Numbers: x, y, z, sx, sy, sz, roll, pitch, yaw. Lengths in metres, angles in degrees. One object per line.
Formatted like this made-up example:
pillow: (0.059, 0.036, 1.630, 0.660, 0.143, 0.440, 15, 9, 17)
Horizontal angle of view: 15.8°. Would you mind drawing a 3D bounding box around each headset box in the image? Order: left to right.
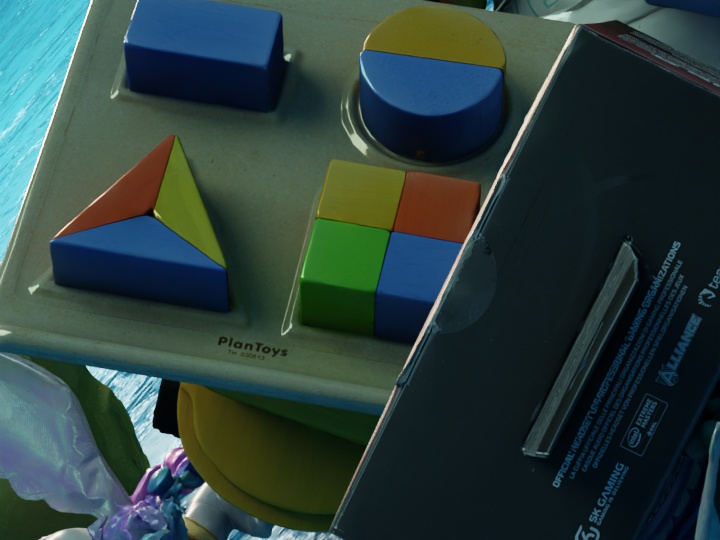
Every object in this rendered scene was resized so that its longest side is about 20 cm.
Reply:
headset box: (0.065, 0.011, 0.732, 0.149, 0.077, 0.200, -64, -4, 8)

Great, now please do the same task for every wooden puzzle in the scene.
wooden puzzle: (-0.024, -0.041, 0.918, 0.046, 0.184, 0.201, 91, -169, -50)

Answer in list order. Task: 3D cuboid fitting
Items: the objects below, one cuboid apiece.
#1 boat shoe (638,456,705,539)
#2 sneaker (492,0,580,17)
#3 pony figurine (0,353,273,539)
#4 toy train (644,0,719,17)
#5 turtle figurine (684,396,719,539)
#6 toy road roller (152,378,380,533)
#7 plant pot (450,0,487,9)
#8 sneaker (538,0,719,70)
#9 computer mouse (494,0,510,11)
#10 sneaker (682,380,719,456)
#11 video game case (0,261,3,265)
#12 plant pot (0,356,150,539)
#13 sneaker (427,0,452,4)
boat shoe: (0.076, 0.036, 0.928, 0.072, 0.072, 0.200, -36, 22, 29)
sneaker: (0.114, -0.113, 1.188, 0.200, 0.070, 0.081, 26, 97, 68)
pony figurine: (-0.110, 0.127, 1.080, 0.192, 0.167, 0.200, 5, 48, 31)
toy train: (0.135, -0.192, 0.993, 0.087, 0.114, 0.201, 82, -157, -67)
turtle figurine: (0.105, 0.106, 0.682, 0.201, 0.100, 0.150, -58, -3, 19)
toy road roller: (0.000, 0.000, 0.978, 0.146, 0.122, 0.201, 77, -148, -88)
plant pot: (-0.015, -0.123, 1.245, 0.186, 0.201, 0.187, -4, 11, 1)
sneaker: (0.102, -0.067, 1.084, 0.075, 0.089, 0.200, -16, -5, -36)
computer mouse: (0.059, -0.128, 1.072, 0.200, 0.034, 0.059, -56, 29, -2)
sneaker: (0.166, -0.004, 0.810, 0.200, 0.073, 0.112, -43, 17, 9)
video game case: (-0.085, -0.021, 1.120, 0.143, 0.018, 0.200, -22, 1, 42)
plant pot: (-0.207, 0.118, 1.261, 0.189, 0.200, 0.200, -29, 22, 11)
sneaker: (-0.041, -0.113, 1.137, 0.200, 0.092, 0.076, -38, -3, 11)
